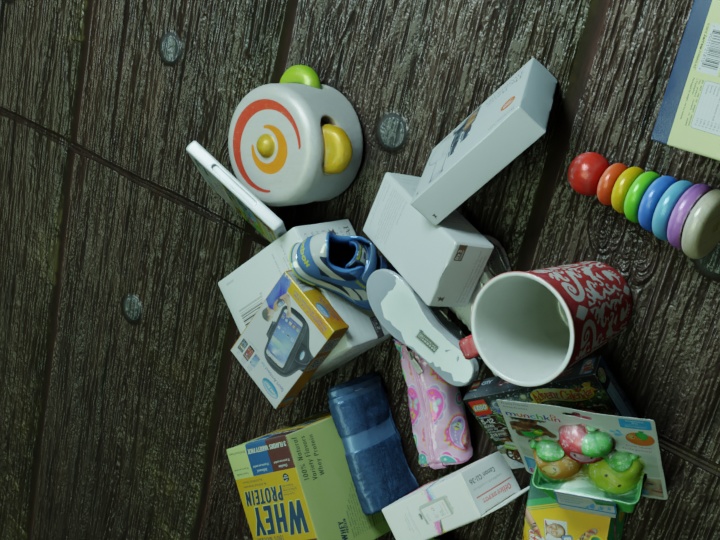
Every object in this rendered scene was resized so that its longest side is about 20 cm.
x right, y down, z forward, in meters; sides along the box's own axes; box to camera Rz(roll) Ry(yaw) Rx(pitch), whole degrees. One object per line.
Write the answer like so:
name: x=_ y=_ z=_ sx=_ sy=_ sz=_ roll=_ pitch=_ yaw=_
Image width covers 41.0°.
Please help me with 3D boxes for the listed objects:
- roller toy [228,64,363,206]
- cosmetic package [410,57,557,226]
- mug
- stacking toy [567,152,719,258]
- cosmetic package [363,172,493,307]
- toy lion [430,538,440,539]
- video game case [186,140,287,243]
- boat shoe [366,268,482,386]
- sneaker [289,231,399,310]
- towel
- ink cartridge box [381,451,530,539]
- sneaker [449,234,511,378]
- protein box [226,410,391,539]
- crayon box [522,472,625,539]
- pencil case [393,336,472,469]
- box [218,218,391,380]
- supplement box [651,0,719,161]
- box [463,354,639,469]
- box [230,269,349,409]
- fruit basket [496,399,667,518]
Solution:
roller toy: x=-0.101 y=-0.187 z=1.446 sx=0.200 sy=0.140 sz=0.183 roll=52 pitch=125 yaw=18
cosmetic package: x=0.159 y=-0.165 z=1.237 sx=0.052 sy=0.151 sz=0.200 roll=39 pitch=126 yaw=-14
mug: x=0.227 y=0.050 z=1.191 sx=0.177 sy=0.200 sz=0.134 roll=10 pitch=104 yaw=37
stacking toy: x=0.340 y=-0.092 z=1.163 sx=0.200 sy=0.085 sz=0.086 roll=33 pitch=117 yaw=37
cosmetic package: x=0.089 y=-0.044 z=1.322 sx=0.200 sy=0.074 sz=0.102 roll=51 pitch=128 yaw=45
toy lion: x=0.126 y=0.480 z=1.419 sx=0.200 sy=0.069 sz=0.192 roll=-10 pitch=99 yaw=38
video game case: x=-0.181 y=-0.107 z=1.483 sx=0.182 sy=0.200 sz=0.023 roll=43 pitch=83 yaw=7
boat shoe: x=0.092 y=0.073 z=1.322 sx=0.200 sy=0.066 sz=0.070 roll=43 pitch=113 yaw=13
sneaker: x=0.000 y=0.000 z=1.369 sx=0.082 sy=0.199 sz=0.074 roll=-36 pitch=45 yaw=46
towel: x=0.018 y=0.259 z=1.449 sx=0.048 sy=0.112 sz=0.201 roll=-20 pitch=85 yaw=37
ink cartridge box: x=0.143 y=0.317 z=1.359 sx=0.200 sy=0.116 sz=0.068 roll=-33 pitch=78 yaw=36
sneaker: x=0.170 y=0.057 z=1.327 sx=0.099 sy=0.078 sz=0.201 roll=-24 pitch=74 yaw=45
protein box: x=-0.065 y=0.329 z=1.471 sx=0.135 sy=0.200 sz=0.199 roll=-20 pitch=85 yaw=38
crayon box: x=0.282 y=0.373 z=1.296 sx=0.119 sy=0.058 sz=0.201 roll=15 pitch=107 yaw=35
pencil case: x=0.104 y=0.181 z=1.386 sx=0.087 sy=0.087 sz=0.201 roll=-10 pitch=93 yaw=39
box: x=-0.081 y=0.055 z=1.478 sx=0.200 sy=0.131 sz=0.199 roll=-33 pitch=79 yaw=37
supplement box: x=0.449 y=-0.204 z=1.011 sx=0.199 sy=0.134 sz=0.201 roll=25 pitch=113 yaw=33
box: x=0.253 y=0.190 z=1.260 sx=0.200 sy=0.038 sz=0.137 roll=-18 pitch=117 yaw=39
box: x=-0.112 y=0.108 z=1.404 sx=0.119 sy=0.041 sz=0.200 roll=49 pitch=121 yaw=20
fruit basket: x=0.270 y=0.223 z=1.165 sx=0.185 sy=0.200 sz=0.094 roll=5 pitch=60 yaw=26
